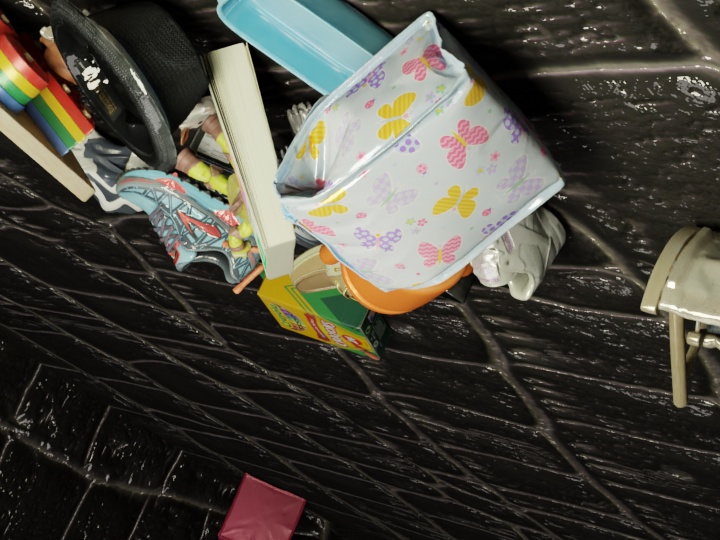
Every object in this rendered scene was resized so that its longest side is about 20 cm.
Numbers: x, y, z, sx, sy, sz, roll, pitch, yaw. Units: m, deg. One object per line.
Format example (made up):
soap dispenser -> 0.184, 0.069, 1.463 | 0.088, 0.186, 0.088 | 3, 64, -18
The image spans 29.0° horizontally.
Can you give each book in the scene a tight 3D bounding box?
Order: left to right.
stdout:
book -> -0.105, -0.104, 1.372 | 0.048, 0.202, 0.134 | -16, 168, -7

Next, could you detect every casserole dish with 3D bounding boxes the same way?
casserole dish -> -0.034, -0.204, 1.216 | 0.199, 0.039, 0.121 | 33, 161, -22

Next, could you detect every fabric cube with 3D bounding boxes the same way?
fabric cube -> -0.282, 0.715, 3.945 | 0.198, 0.198, 0.200 | 24, 163, 3

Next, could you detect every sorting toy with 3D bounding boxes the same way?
sorting toy -> -0.362, -0.201, 1.490 | 0.199, 0.069, 0.200 | 52, -177, 39

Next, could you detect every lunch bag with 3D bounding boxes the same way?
lunch bag -> 0.041, -0.088, 1.175 | 0.169, 0.200, 0.128 | 38, -163, -40

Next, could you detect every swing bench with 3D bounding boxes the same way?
swing bench -> 0.380, 0.049, 1.249 | 0.197, 0.131, 0.200 | 15, 155, 30

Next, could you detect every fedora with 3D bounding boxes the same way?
fedora -> -0.208, -0.194, 1.314 | 0.201, 0.091, 0.201 | 47, 162, 20

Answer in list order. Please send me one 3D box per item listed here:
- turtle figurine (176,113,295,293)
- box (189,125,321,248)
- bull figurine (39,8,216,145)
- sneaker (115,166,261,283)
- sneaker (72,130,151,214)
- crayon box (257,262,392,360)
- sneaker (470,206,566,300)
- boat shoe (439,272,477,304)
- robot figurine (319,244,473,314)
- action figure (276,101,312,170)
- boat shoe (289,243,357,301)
turtle figurine -> -0.129, -0.082, 1.514 | 0.161, 0.201, 0.064 | 42, -154, 8
box -> -0.096, -0.089, 1.623 | 0.198, 0.044, 0.160 | 23, 162, 7
bull figurine -> -0.246, -0.205, 1.456 | 0.198, 0.066, 0.122 | 23, 161, 2
sneaker -> -0.207, -0.051, 1.646 | 0.198, 0.096, 0.079 | 25, 162, -1
sneaker -> -0.342, -0.127, 1.781 | 0.197, 0.080, 0.130 | 15, 154, -3
crayon box -> -0.064, 0.057, 1.991 | 0.198, 0.051, 0.127 | 18, 162, 23
sneaker -> 0.134, -0.044, 1.349 | 0.074, 0.100, 0.200 | 8, 155, 44
boat shoe -> 0.057, 0.000, 1.649 | 0.073, 0.064, 0.200 | 32, 164, -38
robot figurine -> 0.047, -0.018, 1.441 | 0.117, 0.143, 0.200 | 54, 159, 1
action figure -> -0.016, -0.112, 1.357 | 0.117, 0.103, 0.200 | 1, -167, 10
boat shoe -> 0.000, 0.000, 1.596 | 0.198, 0.067, 0.074 | -18, 157, 34
